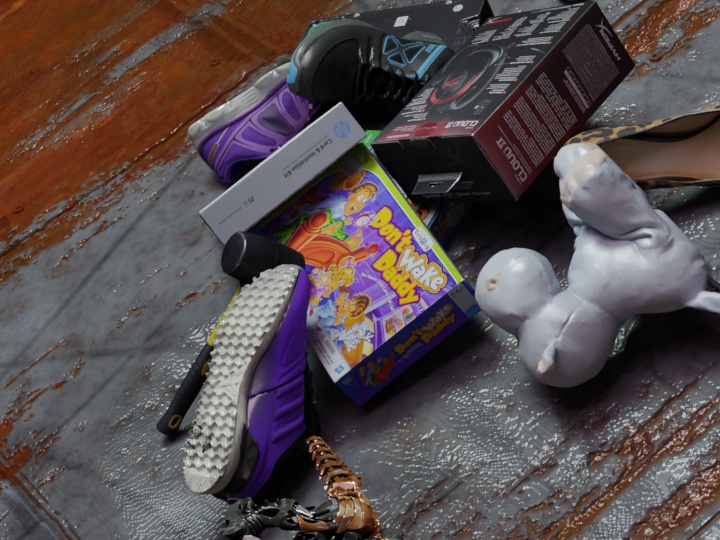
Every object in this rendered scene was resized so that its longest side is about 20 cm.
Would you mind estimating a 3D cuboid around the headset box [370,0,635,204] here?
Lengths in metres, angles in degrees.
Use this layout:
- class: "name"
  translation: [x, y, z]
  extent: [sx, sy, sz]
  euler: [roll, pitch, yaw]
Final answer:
- class: "headset box"
  translation: [0.115, -0.135, 1.682]
  extent: [0.200, 0.075, 0.149]
  euler: [-48, 25, -25]

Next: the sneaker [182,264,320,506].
- class: "sneaker"
  translation: [-0.070, 0.098, 1.589]
  extent: [0.070, 0.099, 0.200]
  euler: [1, 68, 52]

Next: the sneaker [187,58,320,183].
- class: "sneaker"
  translation: [-0.070, -0.150, 1.881]
  extent: [0.200, 0.084, 0.081]
  euler: [-31, 1, 29]

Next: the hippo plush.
- class: "hippo plush"
  translation: [0.184, 0.016, 1.539]
  extent: [0.161, 0.159, 0.200]
  euler: [-44, 80, 8]

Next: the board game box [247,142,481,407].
- class: "board game box"
  translation: [0.000, 0.000, 1.652]
  extent: [0.134, 0.045, 0.200]
  euler: [-39, 46, 4]

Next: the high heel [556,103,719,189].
- class: "high heel"
  translation: [0.262, -0.095, 1.589]
  extent: [0.200, 0.072, 0.142]
  euler: [-5, 6, 43]

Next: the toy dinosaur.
- class: "toy dinosaur"
  translation: [-0.028, 0.211, 1.481]
  extent: [0.135, 0.102, 0.200]
  euler: [-9, 22, 1]

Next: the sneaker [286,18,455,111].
- class: "sneaker"
  translation: [0.025, -0.177, 1.753]
  extent: [0.200, 0.073, 0.082]
  euler: [-8, 34, -40]

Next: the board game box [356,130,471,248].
- class: "board game box"
  translation: [0.020, -0.042, 1.755]
  extent: [0.135, 0.034, 0.200]
  euler: [6, 50, 36]

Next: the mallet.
- class: "mallet"
  translation: [-0.110, 0.059, 1.656]
  extent: [0.200, 0.066, 0.041]
  euler: [-65, 30, 24]

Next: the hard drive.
- class: "hard drive"
  translation: [0.022, -0.201, 1.929]
  extent: [0.200, 0.038, 0.140]
  euler: [-4, 44, 27]

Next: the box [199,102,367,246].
- class: "box"
  translation: [-0.071, -0.085, 1.757]
  extent: [0.156, 0.041, 0.200]
  euler: [-38, 5, -2]
